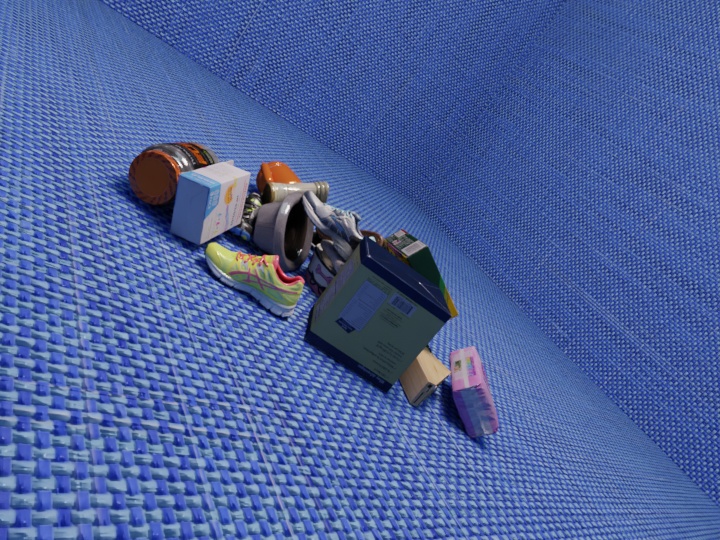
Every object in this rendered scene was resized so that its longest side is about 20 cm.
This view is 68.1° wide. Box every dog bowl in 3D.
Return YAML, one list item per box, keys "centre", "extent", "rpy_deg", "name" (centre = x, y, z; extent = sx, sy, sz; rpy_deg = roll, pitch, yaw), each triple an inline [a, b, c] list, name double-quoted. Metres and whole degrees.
- centre: [-0.045, 0.027, 1.262]
  extent: [0.200, 0.074, 0.200]
  rpy_deg: [35, 15, -11]
  name: "dog bowl"

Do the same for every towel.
- centre: [0.000, 0.000, 1.242]
  extent: [0.199, 0.035, 0.133]
  rpy_deg: [25, 19, -39]
  name: "towel"

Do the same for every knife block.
- centre: [0.103, 0.191, 1.151]
  extent: [0.175, 0.064, 0.200]
  rpy_deg: [42, 16, 16]
  name: "knife block"

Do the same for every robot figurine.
- centre: [-0.226, -0.235, 1.513]
  extent: [0.143, 0.117, 0.200]
  rpy_deg: [-1, 38, -38]
  name: "robot figurine"

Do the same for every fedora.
- centre: [-0.180, -0.091, 1.198]
  extent: [0.090, 0.178, 0.200]
  rpy_deg: [10, 6, 13]
  name: "fedora"

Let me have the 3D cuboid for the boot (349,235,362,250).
- centre: [0.004, 0.045, 1.125]
  extent: [0.200, 0.174, 0.069]
  rpy_deg: [44, 0, -13]
  name: "boot"

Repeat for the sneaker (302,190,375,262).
- centre: [-0.045, -0.109, 1.178]
  extent: [0.200, 0.086, 0.078]
  rpy_deg: [48, 14, -1]
  name: "sneaker"

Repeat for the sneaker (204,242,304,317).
- centre: [-0.190, -0.002, 0.980]
  extent: [0.199, 0.091, 0.078]
  rpy_deg: [33, 18, -15]
  name: "sneaker"

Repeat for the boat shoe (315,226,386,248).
- centre: [-0.023, -0.074, 1.334]
  extent: [0.201, 0.075, 0.075]
  rpy_deg: [25, -10, 29]
  name: "boat shoe"

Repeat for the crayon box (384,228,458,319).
- centre: [0.134, 0.010, 1.205]
  extent: [0.173, 0.058, 0.200]
  rpy_deg: [62, -3, -18]
  name: "crayon box"

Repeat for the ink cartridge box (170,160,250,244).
- centre: [-0.279, -0.140, 1.041]
  extent: [0.067, 0.116, 0.200]
  rpy_deg: [22, 24, 7]
  name: "ink cartridge box"

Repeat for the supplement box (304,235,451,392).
- centre: [0.030, 0.082, 1.031]
  extent: [0.199, 0.200, 0.134]
  rpy_deg: [35, 15, -11]
  name: "supplement box"

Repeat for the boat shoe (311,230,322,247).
- centre: [-0.070, -0.056, 1.404]
  extent: [0.199, 0.074, 0.065]
  rpy_deg: [21, 0, 40]
  name: "boat shoe"

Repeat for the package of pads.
- centre: [0.247, 0.264, 1.177]
  extent: [0.200, 0.075, 0.121]
  rpy_deg: [-66, 137, -74]
  name: "package of pads"

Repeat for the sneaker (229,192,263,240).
- centre: [-0.259, -0.130, 1.200]
  extent: [0.071, 0.083, 0.200]
  rpy_deg: [33, 18, -17]
  name: "sneaker"

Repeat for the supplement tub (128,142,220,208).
- centre: [-0.365, -0.191, 1.059]
  extent: [0.122, 0.123, 0.200]
  rpy_deg: [37, 15, -4]
  name: "supplement tub"

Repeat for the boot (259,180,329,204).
- centre: [-0.166, -0.169, 1.310]
  extent: [0.153, 0.073, 0.200]
  rpy_deg: [-8, -8, -20]
  name: "boot"
